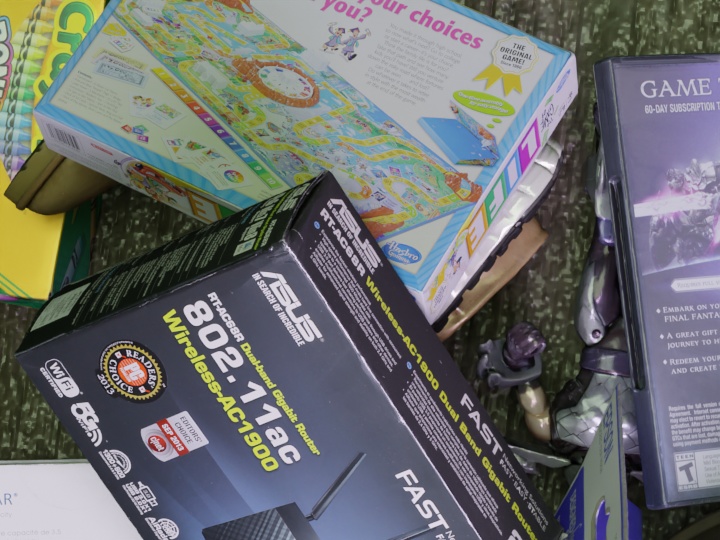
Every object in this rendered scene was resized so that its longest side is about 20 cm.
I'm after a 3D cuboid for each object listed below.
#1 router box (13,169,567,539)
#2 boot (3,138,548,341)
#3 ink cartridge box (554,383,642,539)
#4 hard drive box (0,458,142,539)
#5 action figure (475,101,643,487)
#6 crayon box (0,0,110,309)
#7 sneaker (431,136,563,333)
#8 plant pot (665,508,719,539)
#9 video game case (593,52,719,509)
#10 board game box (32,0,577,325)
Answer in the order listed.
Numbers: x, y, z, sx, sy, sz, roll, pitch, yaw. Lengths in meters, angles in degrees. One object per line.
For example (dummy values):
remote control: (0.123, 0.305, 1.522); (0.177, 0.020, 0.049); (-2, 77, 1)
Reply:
router box: (-0.029, 0.074, 1.270); (0.150, 0.062, 0.200); (-23, 110, 31)
boot: (-0.040, -0.029, 1.398); (0.175, 0.066, 0.200); (-43, 95, 0)
ink cartridge box: (0.085, 0.176, 1.282); (0.043, 0.198, 0.200); (22, 113, -6)
hard drive box: (-0.137, 0.191, 1.370); (0.155, 0.077, 0.201); (0, 73, -13)
action figure: (0.120, 0.027, 1.382); (0.130, 0.069, 0.201); (10, 89, -11)
crayon box: (-0.181, -0.086, 1.464); (0.118, 0.058, 0.201); (9, 85, 11)
sneaker: (0.000, 0.000, 1.349); (0.089, 0.079, 0.200); (39, 88, 6)
plant pot: (0.189, 0.192, 1.300); (0.199, 0.174, 0.201); (-1, 82, 10)
video game case: (0.179, 0.001, 1.356); (0.142, 0.019, 0.201); (-4, 84, -28)
board game box: (-0.024, -0.074, 1.316); (0.200, 0.034, 0.135); (26, 68, 19)
